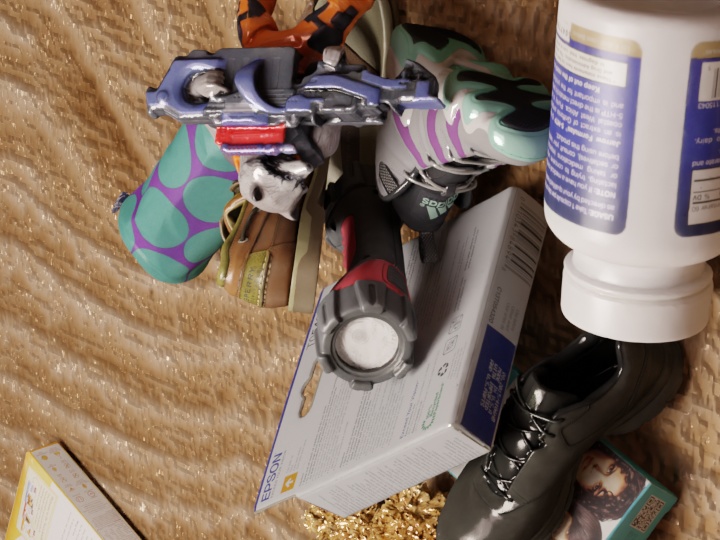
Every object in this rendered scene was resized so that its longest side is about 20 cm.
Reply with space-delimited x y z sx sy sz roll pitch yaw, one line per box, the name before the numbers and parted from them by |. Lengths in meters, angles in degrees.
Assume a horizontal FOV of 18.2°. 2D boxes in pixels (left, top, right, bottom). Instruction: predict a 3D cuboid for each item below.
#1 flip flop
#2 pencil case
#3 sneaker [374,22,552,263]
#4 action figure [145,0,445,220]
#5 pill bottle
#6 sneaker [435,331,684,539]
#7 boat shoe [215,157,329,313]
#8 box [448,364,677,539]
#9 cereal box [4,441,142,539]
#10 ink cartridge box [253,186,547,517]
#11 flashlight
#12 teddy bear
flip flop | -0.018 -0.138 1.553 0.081 0.057 0.201 18 116 45
pencil case | -0.107 -0.077 1.655 0.085 0.093 0.200 29 136 -13
sneaker | 0.061 -0.065 1.434 0.200 0.077 0.140 -127 48 -62
action figure | -0.022 -0.120 1.430 0.199 0.105 0.194 9 67 24
pill bottle | 0.169 -0.067 1.316 0.120 0.119 0.201 24 120 42
sneaker | 0.111 0.101 1.398 0.076 0.091 0.200 42 95 31
boat shoe | -0.058 -0.042 1.481 0.200 0.068 0.072 -88 6 -65
box | 0.106 0.119 1.478 0.200 0.049 0.082 39 94 34
cereal box | -0.236 0.267 1.955 0.200 0.039 0.144 45 133 29
ink cartridge box | 0.028 0.061 1.469 0.043 0.197 0.200 36 139 -23
flashlight | 0.000 0.000 1.479 0.200 0.067 0.068 -97 9 -61
teddy bear | 0.011 0.223 1.637 0.200 0.067 0.145 -14 95 51
